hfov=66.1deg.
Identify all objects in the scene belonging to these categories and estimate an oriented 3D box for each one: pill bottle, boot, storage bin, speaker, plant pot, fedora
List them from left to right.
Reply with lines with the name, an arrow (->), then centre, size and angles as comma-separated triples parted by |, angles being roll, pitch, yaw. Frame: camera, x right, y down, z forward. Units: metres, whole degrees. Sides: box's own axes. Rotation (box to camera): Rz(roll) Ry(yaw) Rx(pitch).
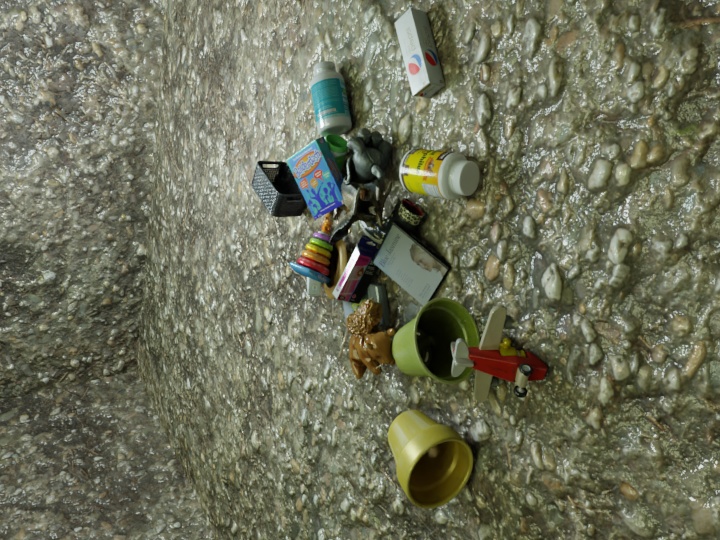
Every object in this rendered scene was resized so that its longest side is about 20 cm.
storage bin -> -0.282, -0.286, 1.934 | 0.202, 0.132, 0.095 | 53, 132, 32
speaker -> -0.099, -0.314, 1.725 | 0.089, 0.086, 0.204 | 51, 137, 33
pill bottle -> -0.093, -0.521, 1.678 | 0.109, 0.108, 0.208 | -15, 84, 51
fedora -> -0.057, -0.006, 1.717 | 0.199, 0.079, 0.209 | -176, 90, -67
boot -> 0.085, -0.142, 1.534 | 0.204, 0.072, 0.157 | 45, 131, 29
plant pot -> 0.165, 0.475, 1.448 | 0.188, 0.194, 0.208 | -142, 55, -60
plant pot -> 0.173, 0.190, 1.403 | 0.183, 0.194, 0.208 | -30, 72, 60
pill bottle -> 0.193, -0.236, 1.356 | 0.197, 0.107, 0.114 | 20, 111, 48

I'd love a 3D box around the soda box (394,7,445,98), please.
soda box -> 0.150, -0.549, 1.401 | 0.067, 0.062, 0.207 | -23, 78, 50

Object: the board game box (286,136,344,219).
board game box -> -0.126, -0.276, 1.674 | 0.150, 0.045, 0.205 | -21, 98, 43

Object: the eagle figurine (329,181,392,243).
eagle figurine -> -0.014, -0.157, 1.501 | 0.195, 0.151, 0.156 | 0, 116, 39

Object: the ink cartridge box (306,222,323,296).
ink cartridge box -> -0.148, -0.041, 1.810 | 0.161, 0.045, 0.208 | -108, 21, -72

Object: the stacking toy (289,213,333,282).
stacking toy -> -0.120, -0.075, 1.676 | 0.107, 0.115, 0.206 | 17, 84, 35

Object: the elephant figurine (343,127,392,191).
elephant figurine -> 0.006, -0.293, 1.593 | 0.140, 0.156, 0.201 | 37, 143, 1

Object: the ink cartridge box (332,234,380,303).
ink cartridge box -> 0.000, 0.000, 1.613 | 0.037, 0.093, 0.205 | 44, 114, 45

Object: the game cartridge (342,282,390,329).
game cartridge -> 0.011, 0.108, 1.700 | 0.197, 0.040, 0.139 | -14, 80, 52

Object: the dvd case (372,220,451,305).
dvd case -> 0.133, -0.017, 1.482 | 0.199, 0.017, 0.145 | 40, 127, 15

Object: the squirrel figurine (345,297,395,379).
squirrel figurine -> 0.028, 0.187, 1.539 | 0.187, 0.137, 0.206 | 129, 119, -76

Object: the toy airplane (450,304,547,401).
toy airplane -> 0.299, 0.193, 1.262 | 0.198, 0.142, 0.201 | -33, 101, 34

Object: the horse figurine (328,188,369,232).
horse figurine -> -0.053, -0.190, 1.721 | 0.198, 0.049, 0.138 | 14, 97, 55
